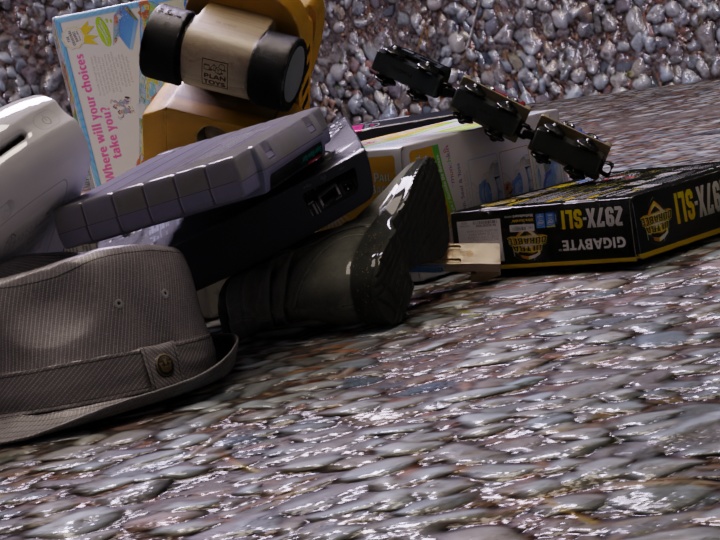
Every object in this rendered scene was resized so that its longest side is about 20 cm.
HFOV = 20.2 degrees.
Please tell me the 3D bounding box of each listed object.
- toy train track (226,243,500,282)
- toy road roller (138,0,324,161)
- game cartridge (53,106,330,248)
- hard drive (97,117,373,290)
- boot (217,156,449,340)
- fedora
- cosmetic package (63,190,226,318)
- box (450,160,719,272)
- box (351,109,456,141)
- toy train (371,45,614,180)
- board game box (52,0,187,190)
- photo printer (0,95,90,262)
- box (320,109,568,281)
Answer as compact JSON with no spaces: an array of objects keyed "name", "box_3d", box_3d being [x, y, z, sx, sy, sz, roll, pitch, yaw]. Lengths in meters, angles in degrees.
[{"name":"toy train track","box_3d":[0.000,0.000,1.431,0.198,0.033,0.115,-1,41,2]},{"name":"toy road roller","box_3d":[-0.088,-0.140,1.574,0.122,0.201,0.146,15,40,13]},{"name":"game cartridge","box_3d":[-0.099,-0.060,1.283,0.128,0.039,0.200,-11,10,17]},{"name":"hard drive","box_3d":[-0.085,-0.036,1.382,0.199,0.043,0.135,-26,16,0]},{"name":"boot","box_3d":[-0.019,-0.017,1.375,0.129,0.068,0.200,-6,23,22]},{"name":"fedora","box_3d":[-0.168,0.033,1.185,0.199,0.091,0.176,-14,8,-34]},{"name":"cosmetic package","box_3d":[-0.185,-0.012,1.543,0.198,0.104,0.087,-4,9,28]},{"name":"box","box_3d":[0.188,-0.042,1.483,0.159,0.050,0.199,-6,6,40]},{"name":"box","box_3d":[0.046,-0.082,1.772,0.198,0.107,0.122,-9,6,4]},{"name":"toy train","box_3d":[0.101,-0.119,1.522,0.199,0.034,0.046,27,20,10]},{"name":"board game box","box_3d":[-0.180,-0.135,1.754,0.133,0.202,0.034,-12,-13,-13]},{"name":"photo printer","box_3d":[-0.247,-0.014,1.246,0.166,0.069,0.200,-43,-9,-31]},{"name":"box","box_3d":[0.061,-0.058,1.573,0.112,0.102,0.199,-2,10,42]}]
